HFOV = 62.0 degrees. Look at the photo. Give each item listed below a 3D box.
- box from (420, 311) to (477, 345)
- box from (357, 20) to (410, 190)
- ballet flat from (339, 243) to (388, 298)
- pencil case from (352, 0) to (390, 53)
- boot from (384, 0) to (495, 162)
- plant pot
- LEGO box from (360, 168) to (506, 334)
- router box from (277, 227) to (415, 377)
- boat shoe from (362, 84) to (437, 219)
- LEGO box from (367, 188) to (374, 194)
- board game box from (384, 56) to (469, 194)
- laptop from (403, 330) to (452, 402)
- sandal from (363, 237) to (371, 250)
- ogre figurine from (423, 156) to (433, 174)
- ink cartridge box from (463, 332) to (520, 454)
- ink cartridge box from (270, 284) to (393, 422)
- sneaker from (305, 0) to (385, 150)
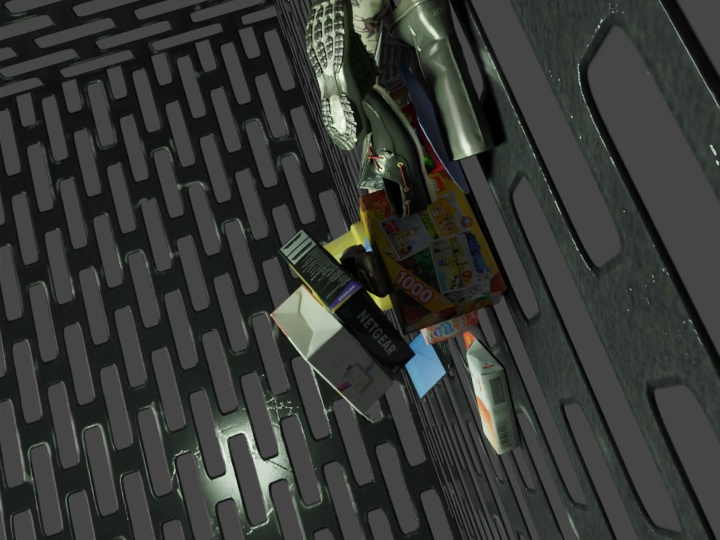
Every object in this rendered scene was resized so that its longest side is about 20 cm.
[{"bbox_3d":[0.129,0.020,1.092,0.095,0.102,0.201,77,174,-49],"label":"box"},{"bbox_3d":[0.037,-0.248,0.924,0.158,0.049,0.202,114,162,-72],"label":"box"},{"bbox_3d":[0.000,0.000,0.847,0.200,0.046,0.068,-129,20,-74],"label":"ballet flat"},{"bbox_3d":[0.013,-0.421,0.946,0.078,0.089,0.200,40,165,17],"label":"pencil case"},{"bbox_3d":[0.101,-0.236,0.744,0.182,0.072,0.201,-94,-22,-78],"label":"boot"},{"bbox_3d":[-0.018,0.006,1.294,0.201,0.187,0.202,161,90,-85],"label":"plant pot"},{"bbox_3d":[0.100,-0.028,0.874,0.077,0.148,0.201,84,166,-68],"label":"LEGO box"},{"bbox_3d":[-0.017,0.048,0.856,0.157,0.052,0.200,43,173,42],"label":"router box"},{"bbox_3d":[0.043,-0.143,0.766,0.074,0.063,0.202,55,176,41],"label":"boat shoe"},{"bbox_3d":[0.087,-0.097,1.298,0.149,0.077,0.202,-125,17,-73],"label":"LEGO box"},{"bbox_3d":[0.082,-0.181,0.797,0.158,0.039,0.201,40,-150,-48],"label":"board game box"},{"bbox_3d":[0.148,0.180,1.479,0.178,0.102,0.201,-115,9,-54],"label":"laptop"},{"bbox_3d":[0.036,-0.116,1.164,0.079,0.086,0.202,-164,94,-74],"label":"sandal"},{"bbox_3d":[0.085,-0.149,1.000,0.120,0.097,0.201,-124,11,-52],"label":"ogre figurine"},{"bbox_3d":[0.218,0.211,1.098,0.200,0.050,0.164,-130,23,-70],"label":"ink cartridge box"},{"bbox_3d":[-0.029,0.123,0.852,0.116,0.067,0.200,41,171,46],"label":"ink cartridge box"},{"bbox_3d":[-0.011,-0.262,0.766,0.077,0.088,0.202,14,121,43],"label":"sneaker"}]
